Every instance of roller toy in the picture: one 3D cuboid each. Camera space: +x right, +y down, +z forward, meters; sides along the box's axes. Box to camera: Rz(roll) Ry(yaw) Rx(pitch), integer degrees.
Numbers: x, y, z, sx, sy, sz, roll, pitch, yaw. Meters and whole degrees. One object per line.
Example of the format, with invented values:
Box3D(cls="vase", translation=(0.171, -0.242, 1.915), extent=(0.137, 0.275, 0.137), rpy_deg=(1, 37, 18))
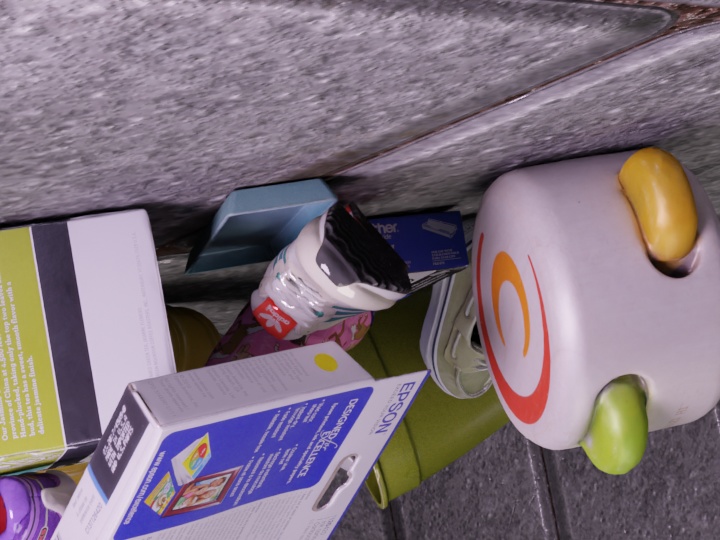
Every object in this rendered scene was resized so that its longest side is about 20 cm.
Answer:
Box3D(cls="roller toy", translation=(0.162, 0.015, 1.128), extent=(0.138, 0.203, 0.182), rpy_deg=(-10, -166, -14))

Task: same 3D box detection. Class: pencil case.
Box3D(cls="pencil case", translation=(-0.068, 0.082, 1.161), extent=(0.201, 0.086, 0.083), rpy_deg=(-55, -173, -33))

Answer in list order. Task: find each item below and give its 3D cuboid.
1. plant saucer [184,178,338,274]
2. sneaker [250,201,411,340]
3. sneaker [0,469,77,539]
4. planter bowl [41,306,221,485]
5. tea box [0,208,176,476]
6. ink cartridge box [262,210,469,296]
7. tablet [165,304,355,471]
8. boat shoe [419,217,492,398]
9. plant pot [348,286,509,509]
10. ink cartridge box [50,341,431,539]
Box3D(cls="plant saucer", translation=(-0.069, -0.027, 1.105), extent=(0.069, 0.019, 0.200), rpy_deg=(-9, 171, -15))
Box3D(cls="sneaker", translation=(-0.024, 0.012, 1.058), extent=(0.093, 0.070, 0.200), rpy_deg=(-41, -178, 6))
Box3D(cls="sneaker", translation=(-0.264, 0.160, 1.040), extent=(0.198, 0.082, 0.083), rpy_deg=(-24, 155, 21))
Box3D(cls="planter bowl", translation=(-0.209, 0.092, 1.350), extent=(0.199, 0.202, 0.083), rpy_deg=(-16, 138, 32))
Box3D(cls="tea box", translation=(-0.225, 0.057, 1.053), extent=(0.194, 0.135, 0.200), rpy_deg=(-8, 172, -15))
Box3D(cls="ink cartridge box", translation=(0.000, 0.000, 1.301), extent=(0.093, 0.045, 0.200), rpy_deg=(-6, 172, -22))
Box3D(cls="tablet", translation=(-0.081, 0.104, 1.455), extent=(0.130, 0.014, 0.200), rpy_deg=(24, 162, 49))
Box3D(cls="boat shoe", translation=(0.089, 0.045, 1.351), extent=(0.071, 0.062, 0.201), rpy_deg=(-23, 143, -14))
Box3D(cls="plant pot", translation=(0.068, 0.080, 1.523), extent=(0.191, 0.202, 0.200), rpy_deg=(-21, 174, -7))
Box3D(cls="ink cartridge box", translation=(-0.079, 0.126, 1.017), extent=(0.199, 0.047, 0.199), rpy_deg=(-11, 141, -42))
